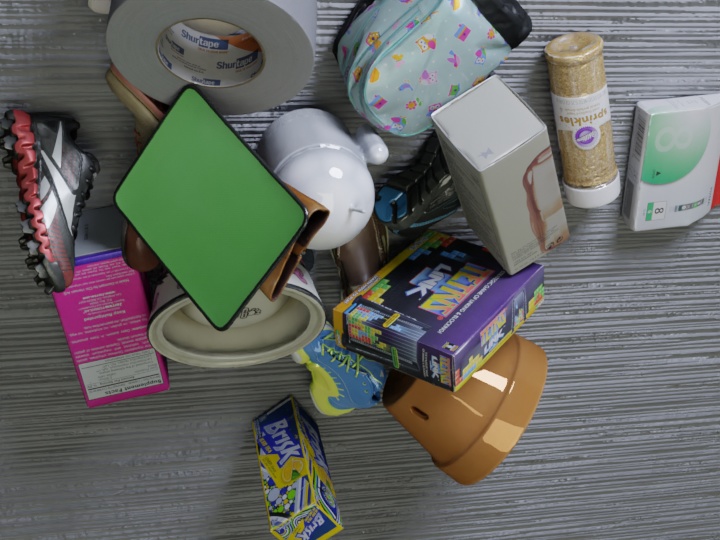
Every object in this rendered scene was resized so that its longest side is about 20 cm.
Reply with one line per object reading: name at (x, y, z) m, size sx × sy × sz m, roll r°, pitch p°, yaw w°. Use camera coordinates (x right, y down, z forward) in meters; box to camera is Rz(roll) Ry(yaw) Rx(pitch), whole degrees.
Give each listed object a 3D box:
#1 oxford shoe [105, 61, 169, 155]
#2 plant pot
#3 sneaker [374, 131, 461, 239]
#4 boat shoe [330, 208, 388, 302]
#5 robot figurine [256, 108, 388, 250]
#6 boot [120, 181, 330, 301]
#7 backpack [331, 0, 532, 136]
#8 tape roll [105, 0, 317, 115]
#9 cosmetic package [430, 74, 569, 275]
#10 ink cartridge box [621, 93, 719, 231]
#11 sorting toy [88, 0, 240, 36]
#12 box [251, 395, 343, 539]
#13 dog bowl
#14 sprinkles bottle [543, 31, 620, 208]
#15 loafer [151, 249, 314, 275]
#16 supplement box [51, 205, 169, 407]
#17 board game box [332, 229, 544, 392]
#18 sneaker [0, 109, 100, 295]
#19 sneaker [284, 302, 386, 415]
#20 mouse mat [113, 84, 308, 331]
oxford shoe at (-0.219, -0.137, 1.189) m, size 0.074 × 0.071 × 0.200 m, roll -31°, pitch 123°, yaw 9°
plant pot at (0.121, 0.146, 1.384) m, size 0.139 × 0.200 × 0.201 m, roll 33°, pitch 110°, yaw -11°
sneaker at (0.105, -0.116, 1.294) m, size 0.199 × 0.073 × 0.082 m, roll -38°, pitch 150°, yaw 7°
boat shoe at (0.006, -0.001, 1.323) m, size 0.074 × 0.075 × 0.204 m, roll -13°, pitch 123°, yaw -6°
robot figurine at (-0.050, -0.097, 1.175) m, size 0.169 × 0.200 × 0.113 m, roll -33°, pitch 124°, yaw 7°
boot at (-0.140, -0.033, 1.118) m, size 0.189 × 0.200 × 0.068 m, roll -53°, pitch 151°, yaw 7°
backpack at (0.066, -0.242, 1.161) m, size 0.200 × 0.127 × 0.167 m, roll -39°, pitch 125°, yaw 15°
tape roll at (-0.141, -0.233, 1.062) m, size 0.198 × 0.067 × 0.201 m, roll 1°, pitch 153°, yaw 1°
cosmetic package at (0.155, -0.100, 1.198) m, size 0.087 × 0.104 × 0.200 m, roll -32°, pitch 145°, yaw -3°
ink cartridge box at (0.429, -0.136, 1.363) m, size 0.198 × 0.050 × 0.162 m, roll -6°, pitch 122°, yaw -8°
sorting toy at (-0.172, -0.294, 1.093) m, size 0.199 × 0.107 × 0.180 m, roll 26°, pitch 125°, yaw -38°
box at (-0.082, 0.253, 1.382) m, size 0.070 × 0.201 × 0.064 m, roll -34°, pitch 124°, yaw 9°
dog bowl at (-0.140, 0.034, 1.231) m, size 0.198 × 0.074 × 0.201 m, roll -8°, pitch 150°, yaw -4°
sprinkles bottle at (0.259, -0.173, 1.285) m, size 0.068 × 0.068 × 0.201 m, roll -18°, pitch 123°, yaw -3°
loafer at (-0.152, -0.019, 1.287) m, size 0.198 × 0.073 × 0.072 m, roll 9°, pitch 147°, yaw -24°
supplement box at (-0.288, 0.042, 1.261) m, size 0.102 × 0.101 × 0.202 m, roll -11°, pitch 123°, yaw -7°
board game box at (0.092, 0.040, 1.263) m, size 0.200 × 0.164 × 0.057 m, roll -39°, pitch 135°, yaw -41°
sneaker at (-0.314, -0.076, 1.153) m, size 0.097 × 0.202 × 0.071 m, roll -8°, pitch 165°, yaw -24°
sneaker at (-0.024, 0.101, 1.366) m, size 0.104 × 0.076 × 0.201 m, roll -2°, pitch 136°, yaw 17°
mouse mat at (-0.152, -0.062, 1.085) m, size 0.161 × 0.200 × 0.008 m, roll -50°, pitch 158°, yaw 22°
